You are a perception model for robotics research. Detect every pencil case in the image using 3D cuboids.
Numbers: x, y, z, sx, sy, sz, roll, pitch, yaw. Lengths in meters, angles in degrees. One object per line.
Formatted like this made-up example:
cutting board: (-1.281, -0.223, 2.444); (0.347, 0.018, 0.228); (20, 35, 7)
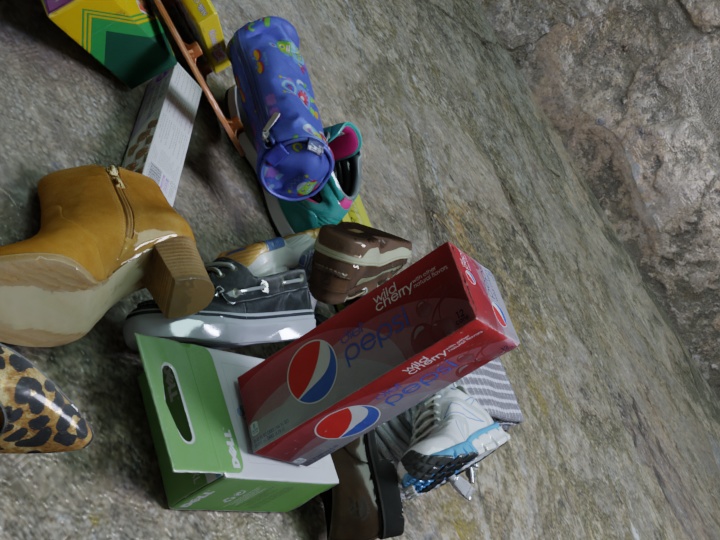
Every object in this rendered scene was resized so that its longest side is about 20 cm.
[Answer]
pencil case: (-0.082, -0.165, 1.006); (0.087, 0.077, 0.203); (37, 29, -49)

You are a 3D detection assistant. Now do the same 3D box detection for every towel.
towel: (0.115, 0.112, 1.198); (0.199, 0.085, 0.168); (15, 49, -60)

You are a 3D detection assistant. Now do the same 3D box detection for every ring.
ring: (-0.158, -0.203, 0.990); (0.203, 0.019, 0.200); (61, -3, 5)

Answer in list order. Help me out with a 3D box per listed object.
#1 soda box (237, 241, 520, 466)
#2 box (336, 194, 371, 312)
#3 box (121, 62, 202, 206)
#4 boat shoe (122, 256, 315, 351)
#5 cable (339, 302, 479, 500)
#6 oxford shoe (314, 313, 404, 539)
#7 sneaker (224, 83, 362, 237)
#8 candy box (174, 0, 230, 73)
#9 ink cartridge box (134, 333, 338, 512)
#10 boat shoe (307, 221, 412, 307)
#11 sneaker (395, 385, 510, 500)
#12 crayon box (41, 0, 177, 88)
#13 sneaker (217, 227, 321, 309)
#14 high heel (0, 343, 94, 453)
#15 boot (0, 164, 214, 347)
soda box: (0.009, 0.065, 0.723); (0.070, 0.198, 0.064); (28, 35, -50)
box: (-0.016, -0.032, 1.141); (0.075, 0.050, 0.203); (16, 48, -58)
box: (-0.180, -0.117, 0.916); (0.041, 0.038, 0.202); (46, 26, -31)
boat shoe: (-0.112, 0.026, 0.810); (0.199, 0.071, 0.072); (1, 80, -57)
cable: (0.029, 0.125, 1.015); (0.199, 0.069, 0.203); (34, 36, -40)
oxford shoe: (-0.028, 0.133, 0.867); (0.073, 0.083, 0.203); (108, -32, -62)
sneaker: (-0.062, -0.134, 1.078); (0.083, 0.120, 0.203); (-1, 63, -64)
candy box: (-0.171, -0.270, 1.030); (0.103, 0.026, 0.200); (58, -4, 0)
ink cartridge box: (-0.105, 0.119, 0.759); (0.199, 0.059, 0.105); (21, 43, -56)
boat shoe: (-0.006, -0.002, 0.974); (0.074, 0.076, 0.202); (19, 7, 18)
sneaker: (0.067, 0.145, 0.919); (0.087, 0.075, 0.199); (58, 17, 13)
crayon box: (-0.247, -0.283, 0.888); (0.203, 0.058, 0.173); (64, 4, 12)
sneaker: (-0.070, 0.011, 0.972); (0.199, 0.074, 0.090); (-23, 97, -64)
high heel: (-0.227, 0.094, 0.505); (0.198, 0.072, 0.144); (25, 31, -28)
boot: (-0.210, -0.021, 0.714); (0.198, 0.072, 0.144); (-1, 37, -39)
